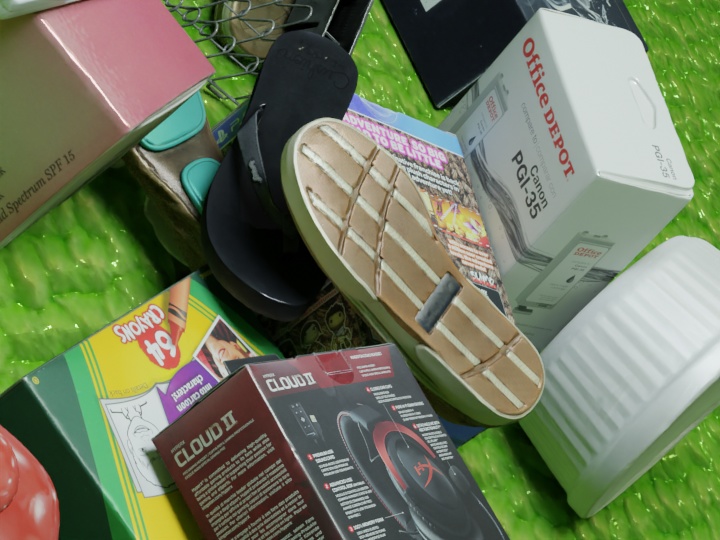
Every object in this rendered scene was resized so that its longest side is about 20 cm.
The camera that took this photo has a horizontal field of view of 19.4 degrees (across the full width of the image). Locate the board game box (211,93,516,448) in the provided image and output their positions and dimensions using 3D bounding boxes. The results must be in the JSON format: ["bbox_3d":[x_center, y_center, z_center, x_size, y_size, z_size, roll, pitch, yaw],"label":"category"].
[{"bbox_3d":[0.000,0.000,1.291,0.159,0.097,0.200,19,45,-44],"label":"board game box"}]

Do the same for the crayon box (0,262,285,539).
[{"bbox_3d":[-0.089,0.105,1.106,0.173,0.058,0.200,54,31,0],"label":"crayon box"}]

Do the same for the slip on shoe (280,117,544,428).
[{"bbox_3d":[0.020,0.007,1.157,0.200,0.061,0.076,47,58,-13],"label":"slip on shoe"}]

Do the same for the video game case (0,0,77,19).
[{"bbox_3d":[-0.165,-0.208,1.101,0.143,0.018,0.200,55,30,3],"label":"video game case"}]

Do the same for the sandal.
[{"bbox_3d":[-0.043,-0.063,1.188,0.076,0.043,0.201,16,54,-13],"label":"sandal"}]

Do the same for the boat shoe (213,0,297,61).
[{"bbox_3d":[-0.058,-0.216,1.461,0.073,0.063,0.201,45,48,-30],"label":"boat shoe"}]

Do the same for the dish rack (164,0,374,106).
[{"bbox_3d":[-0.081,-0.195,1.340,0.200,0.054,0.154,38,64,-39],"label":"dish rack"}]

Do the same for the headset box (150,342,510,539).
[{"bbox_3d":[-0.004,0.125,1.064,0.149,0.075,0.200,-6,62,-60],"label":"headset box"}]

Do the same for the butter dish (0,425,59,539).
[{"bbox_3d":[-0.198,0.110,0.872,0.200,0.148,0.200,39,34,-23],"label":"butter dish"}]

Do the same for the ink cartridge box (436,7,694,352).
[{"bbox_3d":[0.110,-0.051,1.373,0.083,0.200,0.147,11,48,-32],"label":"ink cartridge box"}]

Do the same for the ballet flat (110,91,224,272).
[{"bbox_3d":[-0.111,-0.060,1.223,0.068,0.072,0.200,-30,85,-43],"label":"ballet flat"}]

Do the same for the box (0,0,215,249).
[{"bbox_3d":[-0.198,-0.134,1.125,0.200,0.128,0.109,51,32,-4],"label":"box"}]

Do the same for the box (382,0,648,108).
[{"bbox_3d":[0.103,-0.233,1.648,0.182,0.104,0.200,-2,62,-55],"label":"box"}]

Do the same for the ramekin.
[{"bbox_3d":[0.189,0.064,1.399,0.094,0.202,0.202,47,29,13],"label":"ramekin"}]
